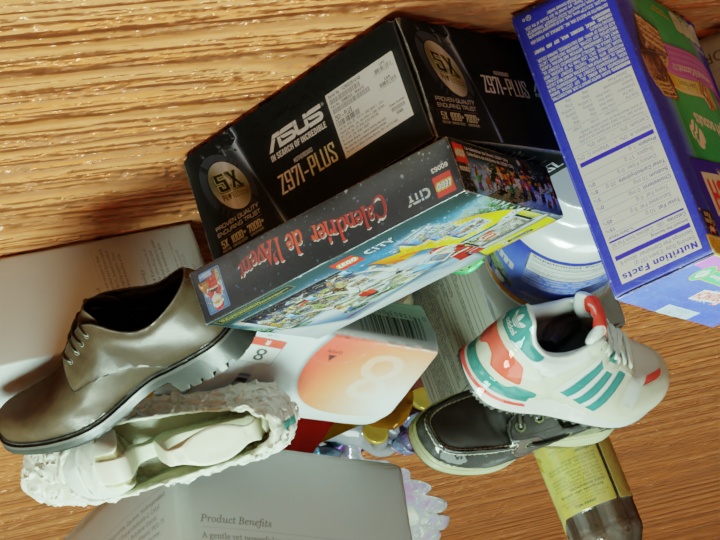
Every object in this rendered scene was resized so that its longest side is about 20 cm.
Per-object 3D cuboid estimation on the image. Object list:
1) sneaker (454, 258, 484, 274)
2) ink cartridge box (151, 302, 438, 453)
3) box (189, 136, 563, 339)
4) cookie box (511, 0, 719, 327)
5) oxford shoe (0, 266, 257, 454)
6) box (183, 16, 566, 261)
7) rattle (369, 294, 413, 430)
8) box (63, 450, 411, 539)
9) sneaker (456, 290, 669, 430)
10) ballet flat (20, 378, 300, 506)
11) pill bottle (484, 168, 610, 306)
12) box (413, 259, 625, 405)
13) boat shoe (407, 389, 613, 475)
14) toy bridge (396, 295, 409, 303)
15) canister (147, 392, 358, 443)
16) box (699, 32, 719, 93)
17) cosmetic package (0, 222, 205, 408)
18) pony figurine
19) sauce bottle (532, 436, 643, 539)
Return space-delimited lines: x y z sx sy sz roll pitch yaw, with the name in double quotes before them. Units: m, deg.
"sneaker" 0.070 -0.046 1.600 0.083 0.074 0.200 24 153 -28
"ink cartridge box" -0.062 0.094 1.605 0.162 0.050 0.200 10 130 -31
"box" 0.011 -0.017 1.425 0.200 0.038 0.136 -27 161 25
"cookie box" 0.193 -0.074 1.460 0.075 0.201 0.171 -26 162 23
"oxford shoe" -0.170 0.053 1.486 0.200 0.073 0.084 -32 121 20
"box" 0.015 -0.073 1.468 0.200 0.086 0.163 -31 159 35
"rattle" 0.003 0.090 1.883 0.130 0.143 0.200 -37 163 -26
"box" -0.089 0.245 1.659 0.198 0.172 0.200 10 147 -31
"sneaker" 0.172 0.063 1.689 0.199 0.071 0.093 7 139 -36
"ballet flat" -0.140 0.118 1.525 0.199 0.072 0.072 -15 163 3
"pill bottle" 0.152 -0.048 1.651 0.112 0.112 0.200 -17 162 -8
"box" 0.118 0.034 1.841 0.109 0.128 0.200 -13 163 -19
"boat shoe" 0.129 0.107 1.754 0.200 0.072 0.066 -7 149 -34
"toy bridge" 0.000 0.000 1.713 0.027 0.067 0.200 -26 162 23
"canister" -0.089 0.083 1.741 0.199 0.149 0.087 -25 157 13
"box" 0.329 -0.082 1.631 0.199 0.172 0.199 -20 163 5
"cosmetic package" -0.209 0.041 1.582 0.199 0.085 0.108 -13 158 -22
"pony figurine" 0.013 0.150 2.102 0.192 0.167 0.200 16 161 -4
"sauce bottle" 0.188 0.187 1.831 0.064 0.201 0.065 -18 164 -5
